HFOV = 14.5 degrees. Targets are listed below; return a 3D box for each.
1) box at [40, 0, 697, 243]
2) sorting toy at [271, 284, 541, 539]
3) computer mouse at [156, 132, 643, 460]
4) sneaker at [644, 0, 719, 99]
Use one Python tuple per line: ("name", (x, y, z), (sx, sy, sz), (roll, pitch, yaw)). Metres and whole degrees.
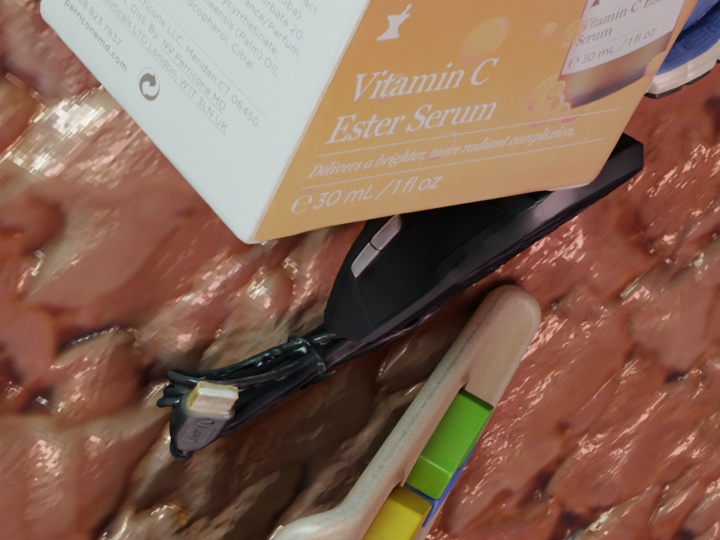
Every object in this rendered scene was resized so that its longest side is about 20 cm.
("box", (0.028, -0.123, 0.773), (0.152, 0.106, 0.200), (-11, 139, -44))
("sorting toy", (-0.001, 0.117, 1.073), (0.200, 0.036, 0.185), (-44, 164, -54))
("computer mouse", (0.000, 0.000, 0.934), (0.140, 0.046, 0.200), (-29, 175, -29))
("sneaker", (0.113, -0.125, 0.928), (0.200, 0.079, 0.089), (-29, 126, -12))
